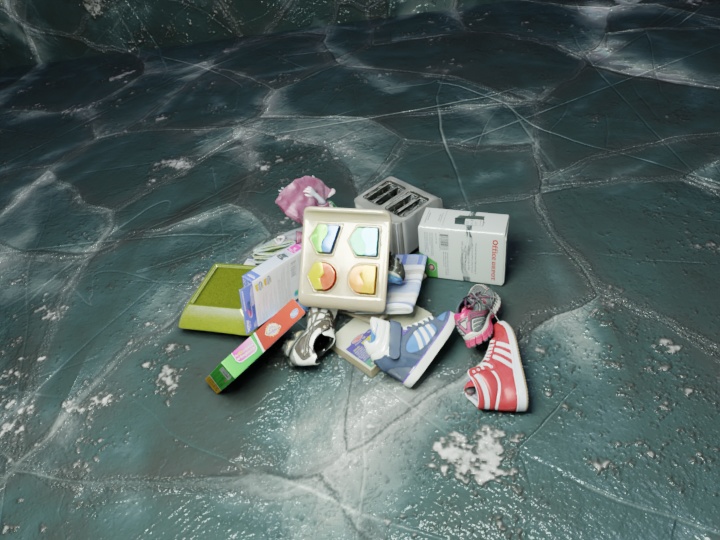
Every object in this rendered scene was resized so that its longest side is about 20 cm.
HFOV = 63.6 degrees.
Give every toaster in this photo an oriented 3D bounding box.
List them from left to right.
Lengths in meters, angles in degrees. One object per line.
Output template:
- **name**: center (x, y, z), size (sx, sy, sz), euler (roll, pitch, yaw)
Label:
- **toaster**: center (0.090, -0.134, 1.474), size (0.199, 0.120, 0.180), euler (-34, 45, -27)

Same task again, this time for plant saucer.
- **plant saucer**: center (-0.297, 0.050, 1.325), size (0.195, 0.048, 0.202), euler (3, 43, 19)

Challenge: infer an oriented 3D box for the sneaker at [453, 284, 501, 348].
- **sneaker**: center (0.239, 0.075, 1.195), size (0.080, 0.075, 0.200), euler (-30, 12, 24)

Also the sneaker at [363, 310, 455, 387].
- **sneaker**: center (0.094, 0.120, 1.166), size (0.146, 0.081, 0.200), euler (38, 59, 6)

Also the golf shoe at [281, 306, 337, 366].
- **golf shoe**: center (-0.077, 0.121, 1.215), size (0.093, 0.078, 0.202), euler (6, 51, 33)

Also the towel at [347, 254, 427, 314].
- **towel**: center (0.063, 0.025, 1.273), size (0.144, 0.024, 0.201), euler (-1, 36, 19)

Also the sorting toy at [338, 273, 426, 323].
- **sorting toy**: center (0.025, 0.038, 1.316), size (0.198, 0.037, 0.185), euler (13, 43, 42)

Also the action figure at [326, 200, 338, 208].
- **action figure**: center (-0.033, -0.086, 1.336), size (0.116, 0.055, 0.201), euler (-22, 58, -22)

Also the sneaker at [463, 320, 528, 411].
- **sneaker**: center (0.247, 0.179, 1.112), size (0.110, 0.072, 0.202), euler (-3, 42, 2)

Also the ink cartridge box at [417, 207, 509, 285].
- **ink cartridge box**: center (0.238, -0.055, 1.332), size (0.196, 0.149, 0.084), euler (8, 41, 18)

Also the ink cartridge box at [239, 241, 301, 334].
- **ink cartridge box**: center (-0.186, 0.034, 1.239), size (0.041, 0.121, 0.199), euler (24, 43, 29)

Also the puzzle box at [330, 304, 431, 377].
- **puzzle box**: center (0.043, 0.130, 1.245), size (0.132, 0.026, 0.199), euler (29, 53, 36)

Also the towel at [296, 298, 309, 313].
- **towel**: center (-0.122, 0.022, 1.387), size (0.110, 0.049, 0.200), euler (17, 46, 27)

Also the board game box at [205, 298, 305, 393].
- **board game box**: center (-0.214, 0.154, 1.178), size (0.040, 0.153, 0.200), euler (47, 55, -1)

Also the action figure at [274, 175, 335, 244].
- **action figure**: center (-0.111, -0.112, 1.281), size (0.134, 0.148, 0.202), euler (-42, 51, 19)

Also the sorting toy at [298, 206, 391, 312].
- **sorting toy**: center (-0.034, -0.022, 1.167), size (0.181, 0.205, 0.036), euler (4, 3, 11)

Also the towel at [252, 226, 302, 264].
- **towel**: center (-0.149, -0.070, 1.425), size (0.169, 0.049, 0.199), euler (-8, 17, 38)

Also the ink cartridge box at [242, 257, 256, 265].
- **ink cartridge box**: center (-0.276, 0.052, 1.389), size (0.098, 0.040, 0.201), euler (10, 45, 24)

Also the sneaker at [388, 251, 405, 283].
- **sneaker**: center (0.000, 0.000, 1.241), size (0.196, 0.092, 0.079), euler (11, 31, 12)
